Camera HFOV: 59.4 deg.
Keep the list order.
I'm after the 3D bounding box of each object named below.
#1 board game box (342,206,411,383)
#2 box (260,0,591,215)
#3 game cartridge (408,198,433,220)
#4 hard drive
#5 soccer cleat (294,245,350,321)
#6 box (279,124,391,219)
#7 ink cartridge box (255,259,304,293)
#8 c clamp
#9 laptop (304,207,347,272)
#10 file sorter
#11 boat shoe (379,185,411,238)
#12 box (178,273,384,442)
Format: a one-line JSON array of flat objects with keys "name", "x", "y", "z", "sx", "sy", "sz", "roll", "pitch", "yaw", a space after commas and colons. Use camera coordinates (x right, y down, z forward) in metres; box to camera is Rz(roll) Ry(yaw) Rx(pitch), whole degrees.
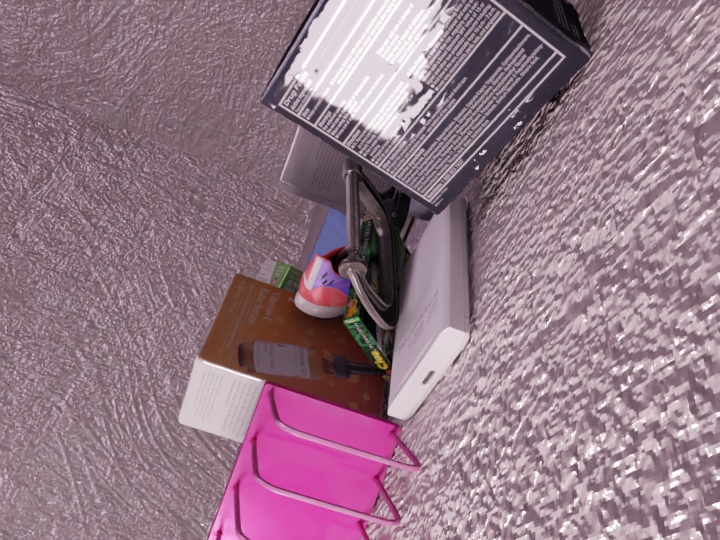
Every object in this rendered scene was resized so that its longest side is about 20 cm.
[{"name": "board game box", "x": 0.025, "y": 0.018, "z": 0.714, "sx": 0.023, "sy": 0.105, "sz": 0.200, "roll": -19, "pitch": 35, "yaw": 24}, {"name": "box", "x": 0.052, "y": -0.193, "z": 0.558, "sx": 0.200, "sy": 0.198, "sz": 0.123, "roll": -47, "pitch": 22, "yaw": 37}, {"name": "game cartridge", "x": 0.114, "y": -0.156, "z": 0.743, "sx": 0.200, "sy": 0.040, "sz": 0.133, "roll": 120, "pitch": 171, "yaw": -48}, {"name": "hard drive", "x": 0.068, "y": 0.030, "z": 0.629, "sx": 0.200, "sy": 0.027, "sz": 0.132, "roll": -81, "pitch": 14, "yaw": -49}, {"name": "soccer cleat", "x": 0.000, "y": 0.000, "z": 0.762, "sx": 0.200, "sy": 0.068, "sz": 0.073, "roll": -20, "pitch": -46, "yaw": -54}, {"name": "box", "x": -0.028, "y": -0.159, "z": 1.073, "sx": 0.152, "sy": 0.200, "sz": 0.106, "roll": -160, "pitch": 89, "yaw": -81}, {"name": "ink cartridge box", "x": -0.128, "y": 0.093, "z": 0.896, "sx": 0.200, "sy": 0.084, "sz": 0.145, "roll": -64, "pitch": 21, "yaw": -6}, {"name": "c clamp", "x": 0.001, "y": -0.044, "z": 0.650, "sx": 0.171, "sy": 0.027, "sz": 0.200, "roll": 48, "pitch": -148, "yaw": -54}, {"name": "laptop", "x": -0.053, "y": 0.011, "z": 1.103, "sx": 0.200, "sy": 0.116, "sz": 0.187, "roll": -61, "pitch": -6, "yaw": -70}, {"name": "file sorter", "x": -0.050, "y": 0.224, "z": 0.546, "sx": 0.125, "sy": 0.139, "sz": 0.200, "roll": -166, "pitch": 96, "yaw": -80}, {"name": "boat shoe", "x": 0.049, "y": -0.107, "z": 0.922, "sx": 0.075, "sy": 0.066, "sz": 0.199, "roll": -95, "pitch": 26, "yaw": -69}, {"name": "box", "x": -0.081, "y": 0.116, "z": 0.725, "sx": 0.152, "sy": 0.200, "sz": 0.106, "roll": -82, "pitch": 14, "yaw": -55}]
